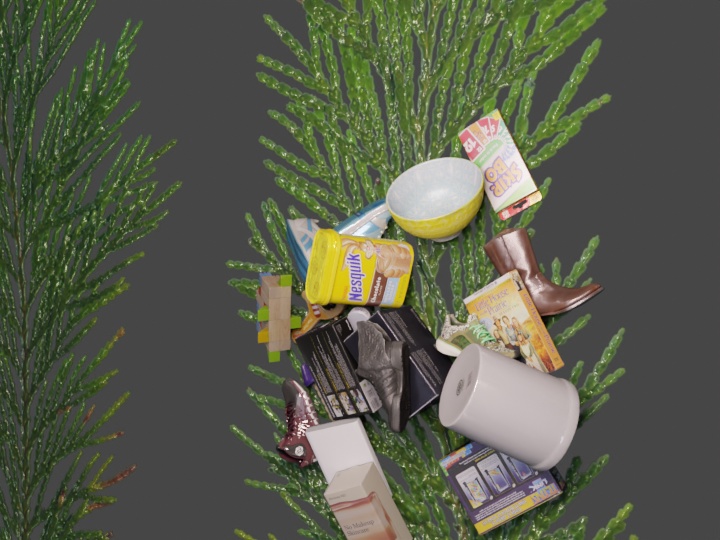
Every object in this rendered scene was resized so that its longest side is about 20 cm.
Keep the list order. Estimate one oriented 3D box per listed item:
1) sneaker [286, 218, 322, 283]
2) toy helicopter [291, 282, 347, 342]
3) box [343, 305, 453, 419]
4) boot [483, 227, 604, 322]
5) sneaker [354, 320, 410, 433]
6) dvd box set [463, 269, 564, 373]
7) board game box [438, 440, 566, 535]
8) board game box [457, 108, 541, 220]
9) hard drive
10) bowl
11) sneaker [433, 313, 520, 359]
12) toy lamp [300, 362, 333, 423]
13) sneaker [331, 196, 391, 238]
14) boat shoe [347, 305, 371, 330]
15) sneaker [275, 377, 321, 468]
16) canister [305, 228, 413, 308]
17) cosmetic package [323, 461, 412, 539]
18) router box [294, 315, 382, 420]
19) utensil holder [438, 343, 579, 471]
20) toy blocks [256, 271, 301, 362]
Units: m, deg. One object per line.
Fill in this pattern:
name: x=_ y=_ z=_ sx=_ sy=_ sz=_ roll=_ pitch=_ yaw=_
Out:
sneaker: x=-0.105 y=-0.047 z=1.517 sx=0.077 sy=0.079 sz=0.202 roll=99 pitch=156 yaw=-44
toy helicopter: x=-0.089 y=0.101 z=1.570 sx=0.132 sy=0.079 sz=0.201 roll=43 pitch=119 yaw=10
box: x=0.092 y=0.184 z=1.410 sx=0.104 sy=0.181 sz=0.201 roll=-42 pitch=74 yaw=21
boot: x=0.348 y=-0.009 z=1.347 sx=0.185 sy=0.064 sz=0.203 roll=-27 pitch=77 yaw=26
sneaker: x=0.038 y=0.197 z=1.306 sx=0.103 sy=0.060 sz=0.204 roll=0 pitch=86 yaw=25
dvd box set: x=0.295 y=0.118 z=1.358 sx=0.146 sy=0.029 sz=0.203 roll=-37 pitch=74 yaw=51
board game box: x=0.281 y=0.404 z=1.392 sx=0.199 sy=0.057 sz=0.167 roll=-36 pitch=78 yaw=22
board game box: x=0.279 y=-0.211 z=1.395 sx=0.095 sy=0.030 sz=0.203 roll=-29 pitch=81 yaw=24
hard drive: x=-0.025 y=0.422 z=1.518 sx=0.130 sy=0.026 sz=0.203 roll=-17 pitch=105 yaw=22
bowl: x=0.159 y=-0.124 z=1.397 sx=0.197 sy=0.202 sz=0.109 roll=-1 pitch=133 yaw=26
sneaker: x=0.227 y=0.132 z=1.373 sx=0.198 sy=0.076 sz=0.090 roll=10 pitch=100 yaw=46
toy lamp: x=-0.075 y=0.296 z=1.564 sx=0.058 sy=0.058 sz=0.202 roll=-35 pitch=76 yaw=22
sneaker: x=0.030 y=-0.067 z=1.502 sx=0.198 sy=0.080 sz=0.132 roll=-32 pitch=104 yaw=5
boat shoe: x=-0.019 y=0.149 z=1.527 sx=0.069 sy=0.066 sz=0.202 roll=20 pitch=124 yaw=5
sneaker: x=-0.153 y=0.348 z=1.563 sx=0.202 sy=0.114 sz=0.076 roll=60 pitch=146 yaw=13
canister: x=0.000 y=0.000 z=1.424 sx=0.086 sy=0.197 sz=0.151 roll=37 pitch=119 yaw=60
cosmetic package: x=0.018 y=0.523 z=1.476 sx=0.102 sy=0.087 sz=0.202 roll=-24 pitch=99 yaw=26
router box: x=-0.044 y=0.211 z=1.477 sx=0.148 sy=0.051 sz=0.203 roll=-23 pitch=93 yaw=49
utensil holder: x=0.262 y=0.243 z=1.254 sx=0.197 sy=0.170 sz=0.172 roll=23 pitch=103 yaw=-9
toy blocks: x=-0.201 y=0.085 z=1.590 sx=0.137 sy=0.098 sz=0.204 roll=-138 pitch=47 yaw=-61
